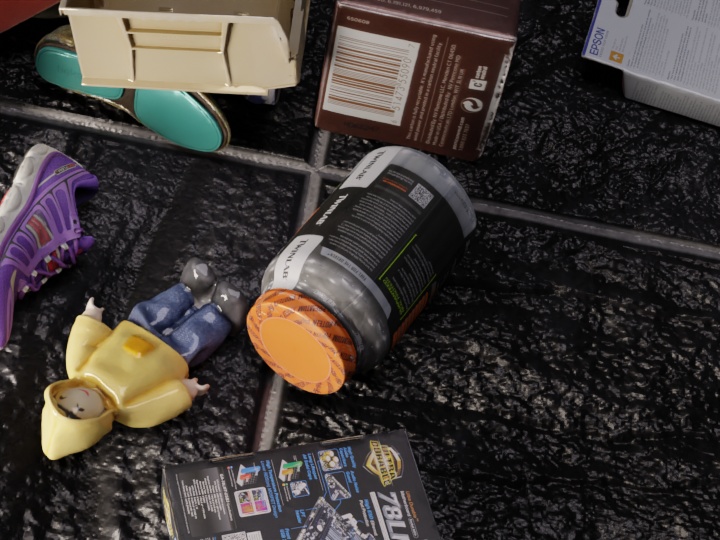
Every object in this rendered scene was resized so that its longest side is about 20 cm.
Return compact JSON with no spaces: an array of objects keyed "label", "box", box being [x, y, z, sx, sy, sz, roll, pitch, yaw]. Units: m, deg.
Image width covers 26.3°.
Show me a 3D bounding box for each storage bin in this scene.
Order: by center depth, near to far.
[{"label":"storage bin","box":[-0.144,-0.260,1.364,0.197,0.094,0.201,3,51,2]}]

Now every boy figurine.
[{"label":"boy figurine","box":[-0.184,0.071,1.224,0.124,0.065,0.200,40,54,15]}]

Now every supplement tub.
[{"label":"supplement tub","box":[0.000,0.000,1.274,0.122,0.123,0.200,32,54,13]}]

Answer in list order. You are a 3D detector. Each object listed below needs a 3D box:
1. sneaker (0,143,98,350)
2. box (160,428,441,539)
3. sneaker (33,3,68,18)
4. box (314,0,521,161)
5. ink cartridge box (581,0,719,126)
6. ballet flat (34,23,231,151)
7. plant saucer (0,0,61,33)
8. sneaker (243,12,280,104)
[{"label":"sneaker","box":[-0.266,-0.018,1.268,0.083,0.081,0.201,23,55,-9]},{"label":"box","box":[-0.035,0.225,1.148,0.197,0.050,0.201,-7,55,-17]},{"label":"sneaker","box":[-0.323,-0.308,1.465,0.199,0.076,0.105,26,48,4]},{"label":"box","box":[0.059,-0.241,1.435,0.163,0.166,0.201,11,53,-1]},{"label":"ink cartridge box","box":[0.334,-0.240,1.567,0.198,0.043,0.197,18,54,5]},{"label":"ballet flat","box":[-0.198,-0.173,1.402,0.199,0.071,0.071,23,53,7]},{"label":"plant saucer","box":[-0.366,-0.302,1.418,0.198,0.037,0.201,-27,65,3]},{"label":"sneaker","box":[-0.129,-0.238,1.460,0.114,0.081,0.200,1,48,-5]}]
